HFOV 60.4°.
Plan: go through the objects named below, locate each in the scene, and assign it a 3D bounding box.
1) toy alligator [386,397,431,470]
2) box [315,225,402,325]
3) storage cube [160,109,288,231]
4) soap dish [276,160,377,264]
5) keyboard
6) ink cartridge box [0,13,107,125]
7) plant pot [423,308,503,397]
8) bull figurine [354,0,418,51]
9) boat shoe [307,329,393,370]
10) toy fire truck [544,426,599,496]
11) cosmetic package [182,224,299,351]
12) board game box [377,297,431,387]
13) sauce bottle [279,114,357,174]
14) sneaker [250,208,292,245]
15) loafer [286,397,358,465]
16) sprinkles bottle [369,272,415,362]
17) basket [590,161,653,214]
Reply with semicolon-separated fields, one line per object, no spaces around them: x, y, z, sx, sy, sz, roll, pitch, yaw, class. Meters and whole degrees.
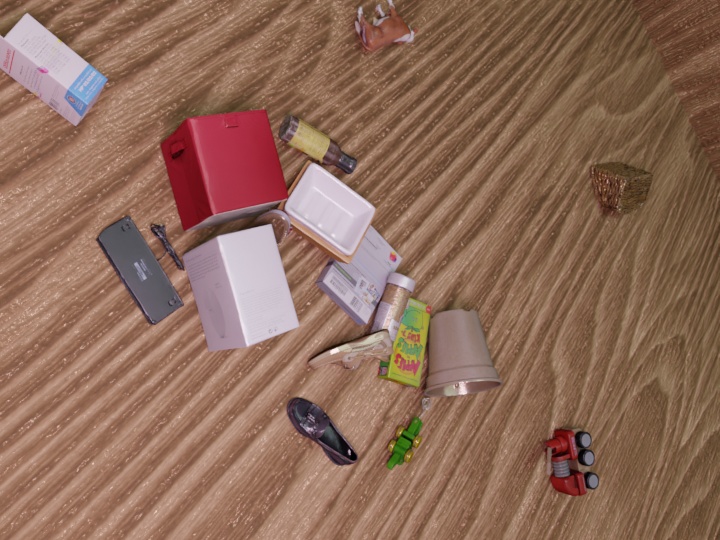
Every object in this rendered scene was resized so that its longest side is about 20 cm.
0.120;0.400;1.488;0.201;0.058;0.055;-53;154;-31;toy alligator
0.000;0.000;1.474;0.156;0.041;0.202;43;61;-23;box
-0.269;-0.197;1.231;0.197;0.169;0.185;-16;92;-37;storage cube
-0.077;-0.127;1.392;0.198;0.081;0.159;34;63;-10;soap dish
-0.405;-0.011;1.194;0.126;0.020;0.203;-35;104;-29;keyboard
-0.557;-0.361;1.083;0.199;0.114;0.069;39;61;-24;ink cartridge box
0.242;0.203;1.540;0.197;0.199;0.188;8;65;-34;plant pot
0.066;-0.640;1.619;0.199;0.065;0.123;-35;99;-37;bull figurine
-0.020;0.190;1.375;0.195;0.071;0.066;-18;89;-10;boat shoe
0.574;0.556;1.758;0.195;0.128;0.181;-8;87;-25;toy fire truck
-0.235;0.036;1.198;0.121;0.198;0.205;-18;93;-35;cosmetic package
0.110;0.173;1.519;0.100;0.047;0.205;22;70;-31;board game box
-0.094;-0.286;1.439;0.197;0.064;0.066;27;67;-28;sauce bottle
-0.176;-0.093;1.271;0.071;0.200;0.113;39;53;-8;sneaker
-0.076;0.348;1.344;0.201;0.062;0.072;49;58;-19;loafer
0.067;0.110;1.462;0.067;0.068;0.205;24;82;-30;sprinkles bottle
0.897;-0.286;2.164;0.197;0.148;0.146;-14;123;-36;basket
